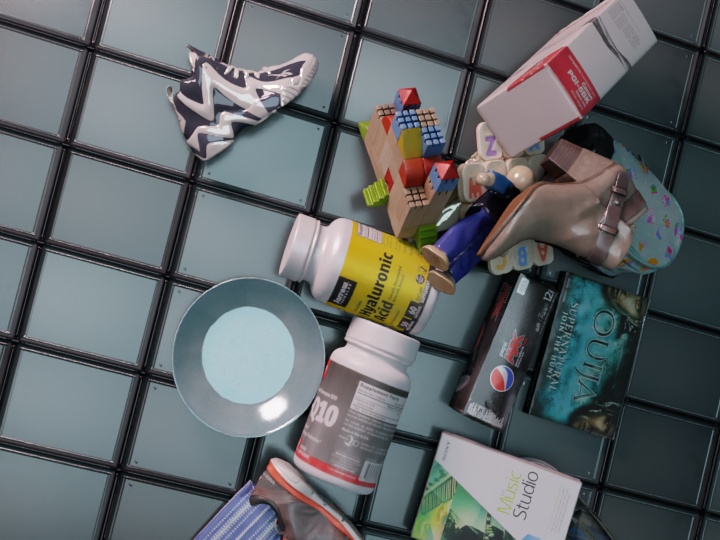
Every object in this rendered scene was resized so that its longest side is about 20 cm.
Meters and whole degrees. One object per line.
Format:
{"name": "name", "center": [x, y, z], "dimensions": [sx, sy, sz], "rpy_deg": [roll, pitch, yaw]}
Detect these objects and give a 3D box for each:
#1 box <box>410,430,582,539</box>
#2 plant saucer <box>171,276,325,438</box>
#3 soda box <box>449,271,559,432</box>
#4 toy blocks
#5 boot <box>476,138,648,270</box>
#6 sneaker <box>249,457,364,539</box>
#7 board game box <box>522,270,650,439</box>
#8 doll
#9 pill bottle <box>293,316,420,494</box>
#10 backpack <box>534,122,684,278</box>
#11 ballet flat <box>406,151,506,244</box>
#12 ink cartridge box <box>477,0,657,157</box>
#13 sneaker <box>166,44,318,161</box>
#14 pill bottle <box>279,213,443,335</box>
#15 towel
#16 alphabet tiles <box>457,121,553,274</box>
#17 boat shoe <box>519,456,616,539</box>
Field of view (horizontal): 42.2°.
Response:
{"name": "box", "center": [0.179, 0.316, 1.240], "dimensions": [0.196, 0.036, 0.148], "rpy_deg": [18, 88, 10]}
{"name": "plant saucer", "center": [-0.144, 0.111, 1.207], "dimensions": [0.196, 0.039, 0.206], "rpy_deg": [0, 90, -9]}
{"name": "soda box", "center": [0.192, 0.106, 1.250], "dimensions": [0.062, 0.071, 0.204], "rpy_deg": [24, 87, -10]}
{"name": "toy blocks", "center": [0.061, -0.143, 1.156], "dimensions": [0.098, 0.137, 0.204], "rpy_deg": [-9, 64, -18]}
{"name": "boot", "center": [0.250, -0.052, 1.116], "dimensions": [0.146, 0.070, 0.201], "rpy_deg": [39, 85, -5]}
{"name": "sneaker", "center": [-0.064, 0.333, 1.204], "dimensions": [0.200, 0.077, 0.082], "rpy_deg": [44, 83, -5]}
{"name": "board game box", "center": [0.315, 0.118, 1.295], "dimensions": [0.132, 0.028, 0.205], "rpy_deg": [16, 88, -9]}
{"name": "doll", "center": [0.157, -0.064, 1.162], "dimensions": [0.200, 0.048, 0.138], "rpy_deg": [-43, 135, -26]}
{"name": "pill bottle", "center": [-0.002, 0.170, 1.195], "dimensions": [0.112, 0.114, 0.204], "rpy_deg": [21, 86, -9]}
{"name": "backpack", "center": [0.329, -0.075, 1.234], "dimensions": [0.199, 0.126, 0.169], "rpy_deg": [40, 73, -23]}
{"name": "ballet flat", "center": [0.143, -0.096, 1.245], "dimensions": [0.076, 0.064, 0.200], "rpy_deg": [45, 83, -7]}
{"name": "ink cartridge box", "center": [0.265, -0.251, 1.192], "dimensions": [0.200, 0.146, 0.083], "rpy_deg": [-43, 99, -30]}
{"name": "sneaker", "center": [-0.158, -0.247, 1.181], "dimensions": [0.197, 0.080, 0.131], "rpy_deg": [-35, 105, 2]}
{"name": "pill bottle", "center": [0.000, 0.000, 1.196], "dimensions": [0.196, 0.111, 0.114], "rpy_deg": [20, 87, -9]}
{"name": "towel", "center": [-0.125, 0.395, 1.225], "dimensions": [0.145, 0.024, 0.200], "rpy_deg": [-45, 95, -5]}
{"name": "alphabet tiles", "center": [0.209, -0.100, 1.239], "dimensions": [0.197, 0.014, 0.201], "rpy_deg": [-10, 98, -34]}
{"name": "boat shoe", "center": [0.284, 0.331, 1.276], "dimensions": [0.200, 0.057, 0.069], "rpy_deg": [43, 84, -8]}
